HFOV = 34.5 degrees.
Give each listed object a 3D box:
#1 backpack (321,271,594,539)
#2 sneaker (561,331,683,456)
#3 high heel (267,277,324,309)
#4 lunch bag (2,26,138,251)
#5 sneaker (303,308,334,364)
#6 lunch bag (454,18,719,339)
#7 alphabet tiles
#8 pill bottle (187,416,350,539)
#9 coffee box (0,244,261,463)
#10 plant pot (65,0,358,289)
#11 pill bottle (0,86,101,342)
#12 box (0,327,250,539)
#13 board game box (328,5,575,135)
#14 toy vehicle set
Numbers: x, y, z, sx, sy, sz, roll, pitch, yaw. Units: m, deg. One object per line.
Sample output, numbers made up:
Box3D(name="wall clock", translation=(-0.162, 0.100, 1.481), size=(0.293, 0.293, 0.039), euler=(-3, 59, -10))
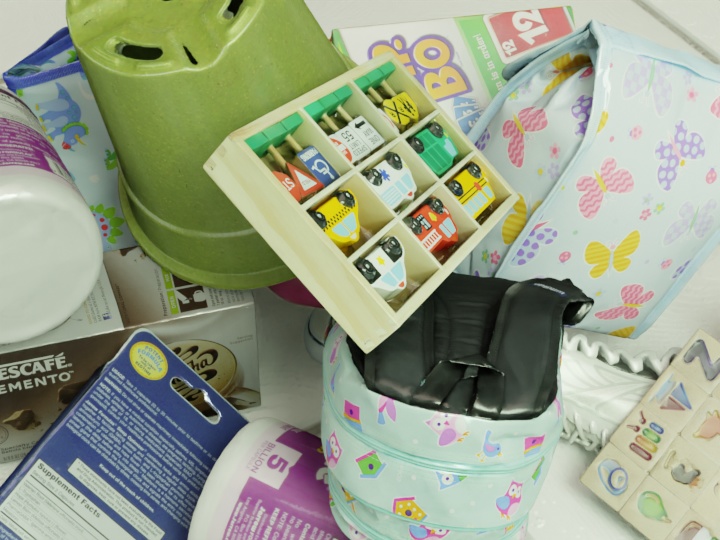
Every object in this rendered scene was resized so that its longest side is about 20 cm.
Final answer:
Box3D(name="backpack", translation=(0.050, 0.072, 0.654), size=(0.165, 0.128, 0.200), euler=(4, 20, 3))
Box3D(name="sneaker", translation=(0.164, 0.095, 0.814), size=(0.197, 0.075, 0.082), euler=(5, 55, 3))
Box3D(name="high heel", translation=(0.000, 0.000, 0.799), size=(0.200, 0.096, 0.067), euler=(47, 37, -2))
Box3D(name="lunch bag", translation=(-0.166, -0.112, 0.913), size=(0.199, 0.172, 0.127), euler=(-32, 35, -28))
Box3D(name="sneaker", translation=(0.036, 0.000, 0.893), size=(0.199, 0.071, 0.073), euler=(-34, 56, -28))
Box3D(name="lunch bag", translation=(0.162, -0.065, 0.780), size=(0.168, 0.201, 0.128), euler=(8, 41, -31))
Box3D(name="alphabet tiles", translation=(0.270, 0.114, 0.758), size=(0.167, 0.008, 0.200), euler=(39, 84, 19))
Box3D(name="pill bottle", translation=(0.005, 0.175, 0.697), size=(0.198, 0.113, 0.113), euler=(22, 49, 16))
Box3D(name="coffee box", translation=(-0.175, 0.052, 0.806), size=(0.198, 0.114, 0.080), euler=(-11, 47, -13))
Box3D(name="plant pot", translation=(-0.091, -0.117, 0.721), size=(0.198, 0.190, 0.202), euler=(-4, 65, 9))
Box3D(name="pill bottle", translation=(-0.247, -0.054, 0.742), size=(0.111, 0.113, 0.200), euler=(-20, 42, -20))
Box3D(name="box", translation=(-0.155, 0.147, 0.717), size=(0.121, 0.032, 0.201), euler=(43, 58, -11))
Box3D(name="board game box", translation=(0.064, -0.135, 0.846), size=(0.198, 0.030, 0.097), euler=(-7, 82, -3))
Box3D(name="toy vehicle set", translation=(0.010, -0.048, 0.644), size=(0.124, 0.026, 0.200), euler=(48, 33, 0))
